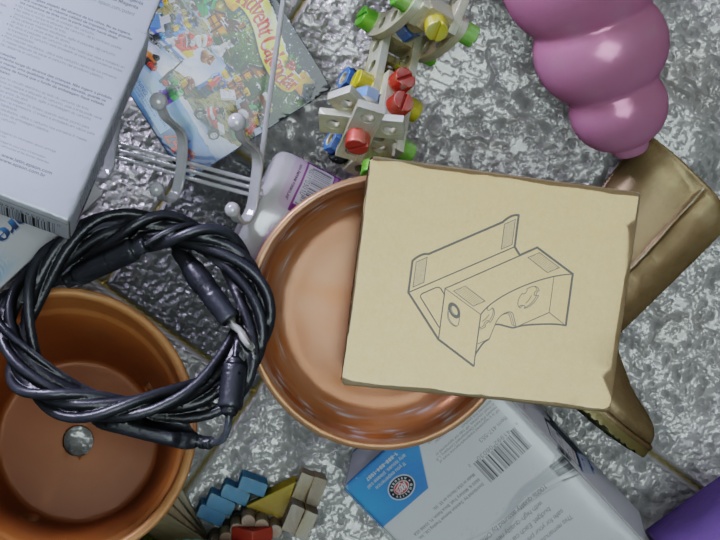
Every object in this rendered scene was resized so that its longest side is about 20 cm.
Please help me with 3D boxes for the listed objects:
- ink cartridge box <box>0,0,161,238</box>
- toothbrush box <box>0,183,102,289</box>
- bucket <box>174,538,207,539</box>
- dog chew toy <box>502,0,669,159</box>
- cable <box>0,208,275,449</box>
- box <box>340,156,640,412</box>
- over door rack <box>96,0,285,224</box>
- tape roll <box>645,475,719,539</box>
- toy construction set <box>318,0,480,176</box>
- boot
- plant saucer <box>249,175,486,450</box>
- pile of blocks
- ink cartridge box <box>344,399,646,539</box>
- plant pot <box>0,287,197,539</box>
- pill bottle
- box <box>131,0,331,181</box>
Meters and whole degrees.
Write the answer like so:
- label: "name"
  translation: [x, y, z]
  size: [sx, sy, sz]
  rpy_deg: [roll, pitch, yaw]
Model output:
- label: "ink cartridge box"
  translation: [-0.259, -0.146, 1.245]
  size: [0.195, 0.043, 0.201]
  rpy_deg: [21, 68, -1]
- label: "toothbrush box"
  translation: [-0.315, -0.074, 1.301]
  size: [0.200, 0.085, 0.146]
  rpy_deg: [50, 60, -8]
- label: "bucket"
  translation: [-0.138, 0.313, 1.340]
  size: [0.206, 0.135, 0.208]
  rpy_deg: [-13, 134, -14]
- label: "dog chew toy"
  translation: [0.182, -0.183, 1.359]
  size: [0.124, 0.125, 0.201]
  rpy_deg: [-20, 105, -2]
- label: "cable"
  translation: [-0.164, 0.033, 1.246]
  size: [0.199, 0.051, 0.164]
  rpy_deg: [14, 83, 8]
- label: "box"
  translation: [0.093, 0.012, 1.272]
  size: [0.199, 0.021, 0.165]
  rpy_deg: [7, 93, -6]
- label: "over door rack"
  translation: [-0.128, -0.148, 1.295]
  size: [0.147, 0.067, 0.201]
  rpy_deg: [16, 97, 24]
- label: "tape roll"
  translation: [0.313, 0.261, 1.374]
  size: [0.085, 0.200, 0.200]
  rpy_deg: [-36, 98, 0]
- label: "toy construction set"
  translation: [0.027, -0.142, 1.329]
  size: [0.092, 0.131, 0.201]
  rpy_deg: [38, 50, -14]
- label: "boot"
  translation: [0.226, 0.024, 1.410]
  size: [0.175, 0.066, 0.200]
  rpy_deg: [43, 90, -8]
- label: "plant saucer"
  translation: [0.015, 0.030, 1.295]
  size: [0.199, 0.037, 0.202]
  rpy_deg: [0, 95, -4]
- label: "pile of blocks"
  translation: [-0.117, 0.210, 1.405]
  size: [0.199, 0.062, 0.082]
  rpy_deg: [-31, 98, -1]
- label: "ink cartridge box"
  translation: [0.107, 0.182, 1.398]
  size: [0.146, 0.086, 0.200]
  rpy_deg: [-42, 99, 11]
- label: "plant pot"
  translation: [-0.219, 0.124, 1.333]
  size: [0.199, 0.140, 0.202]
  rpy_deg: [0, 79, -2]
- label: "pill bottle"
  translation: [0.000, 0.000, 1.366]
  size: [0.199, 0.112, 0.113]
  rpy_deg: [28, 94, -7]
- label: "box"
  translation: [-0.132, -0.190, 1.372]
  size: [0.136, 0.038, 0.201]
  rpy_deg: [-32, 98, 0]
